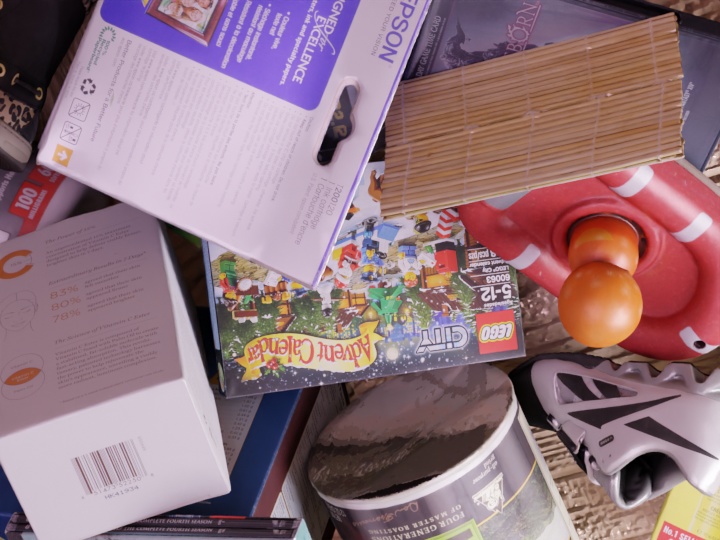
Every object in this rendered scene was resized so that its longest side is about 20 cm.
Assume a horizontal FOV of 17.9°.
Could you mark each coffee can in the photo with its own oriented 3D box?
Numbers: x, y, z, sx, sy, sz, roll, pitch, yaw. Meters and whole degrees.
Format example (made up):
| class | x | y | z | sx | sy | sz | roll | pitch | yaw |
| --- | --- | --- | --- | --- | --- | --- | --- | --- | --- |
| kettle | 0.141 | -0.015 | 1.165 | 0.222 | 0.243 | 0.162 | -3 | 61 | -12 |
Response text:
| class | x | y | z | sx | sy | sz | roll | pitch | yaw |
| --- | --- | --- | --- | --- | --- | --- | --- | --- | --- |
| coffee can | 0.069 | 0.182 | 1.505 | 0.145 | 0.147 | 0.201 | -14 | 116 | 23 |

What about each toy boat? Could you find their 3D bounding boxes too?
| class | x | y | z | sx | sy | sz | roll | pitch | yaw |
| --- | --- | --- | --- | --- | --- | --- | --- | --- | --- |
| toy boat | 0.151 | -0.006 | 1.407 | 0.199 | 0.131 | 0.130 | 34 | 132 | -23 |

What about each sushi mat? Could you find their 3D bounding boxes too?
| class | x | y | z | sx | sy | sz | roll | pitch | yaw |
| --- | --- | --- | --- | --- | --- | --- | --- | --- | --- |
| sushi mat | 0.100 | -0.089 | 1.360 | 0.199 | 0.096 | 0.012 | -12 | 148 | 26 |

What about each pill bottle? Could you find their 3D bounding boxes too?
| class | x | y | z | sx | sy | sz | roll | pitch | yaw |
| --- | --- | --- | --- | --- | --- | --- | --- | --- | --- |
| pill bottle | -0.284 | -0.051 | 1.577 | 0.199 | 0.116 | 0.117 | 22 | 116 | 10 |

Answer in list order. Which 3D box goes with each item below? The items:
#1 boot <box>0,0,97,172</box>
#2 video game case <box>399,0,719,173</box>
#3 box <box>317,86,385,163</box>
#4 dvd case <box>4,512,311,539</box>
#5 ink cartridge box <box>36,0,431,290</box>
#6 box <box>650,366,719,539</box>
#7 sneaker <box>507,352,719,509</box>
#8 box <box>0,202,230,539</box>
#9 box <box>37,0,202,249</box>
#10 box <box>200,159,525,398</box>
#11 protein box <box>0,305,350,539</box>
| class | x | y | z | sx | sy | sz | roll | pitch | yaw |
| --- | --- | --- | --- | --- | --- | --- | --- | --- | --- |
| boot | -0.243 | -0.171 | 1.459 | 0.073 | 0.151 | 0.200 | 14 | 158 | 34 |
| video game case | 0.129 | -0.117 | 1.405 | 0.198 | 0.019 | 0.143 | 15 | 139 | -4 |
| box | -0.077 | -0.164 | 1.499 | 0.157 | 0.048 | 0.202 | -9 | 107 | 23 |
| dvd case | -0.109 | 0.207 | 1.428 | 0.198 | 0.022 | 0.147 | 0 | 132 | 22 |
| ink cartridge box | -0.075 | -0.116 | 1.399 | 0.199 | 0.043 | 0.199 | 25 | 98 | 12 |
| box | 0.253 | 0.107 | 1.486 | 0.075 | 0.050 | 0.201 | 23 | 116 | 9 |
| sneaker | 0.157 | 0.105 | 1.462 | 0.074 | 0.089 | 0.199 | 33 | 160 | -34 |
| box | -0.163 | 0.060 | 1.436 | 0.123 | 0.201 | 0.098 | -18 | 127 | 1 |
| box | -0.111 | -0.128 | 1.478 | 0.144 | 0.036 | 0.201 | 31 | 119 | 7 |
| box | 0.000 | 0.000 | 1.468 | 0.198 | 0.038 | 0.138 | -8 | 91 | -11 |
| protein box | -0.125 | 0.139 | 1.529 | 0.197 | 0.201 | 0.136 | 3 | 133 | 18 |
